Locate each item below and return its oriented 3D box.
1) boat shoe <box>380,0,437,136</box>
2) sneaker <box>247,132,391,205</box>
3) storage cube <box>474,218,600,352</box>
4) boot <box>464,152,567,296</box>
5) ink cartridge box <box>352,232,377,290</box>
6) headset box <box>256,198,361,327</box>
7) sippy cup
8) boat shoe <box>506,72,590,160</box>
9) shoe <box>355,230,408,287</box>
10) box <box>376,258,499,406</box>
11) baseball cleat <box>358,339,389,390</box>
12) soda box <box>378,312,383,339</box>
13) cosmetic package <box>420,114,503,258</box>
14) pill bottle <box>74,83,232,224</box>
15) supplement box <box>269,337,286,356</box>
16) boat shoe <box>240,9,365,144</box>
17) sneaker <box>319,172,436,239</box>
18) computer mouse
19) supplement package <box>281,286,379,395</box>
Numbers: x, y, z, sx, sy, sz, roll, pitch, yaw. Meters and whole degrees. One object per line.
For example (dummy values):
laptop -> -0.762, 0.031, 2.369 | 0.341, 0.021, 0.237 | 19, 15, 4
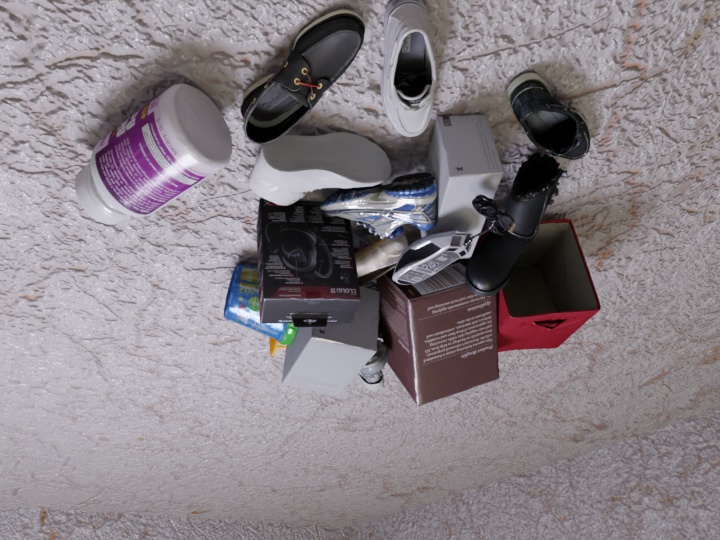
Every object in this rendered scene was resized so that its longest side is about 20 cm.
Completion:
boat shoe -> 0.064, -0.230, 0.741 | 0.070, 0.067, 0.202 | -7, 148, -3
sneaker -> -0.063, -0.141, 0.862 | 0.195, 0.076, 0.115 | 1, 164, -27
storage cube -> 0.296, 0.036, 1.091 | 0.166, 0.205, 0.181 | -4, 154, -10
boot -> 0.237, -0.073, 0.929 | 0.198, 0.073, 0.164 | -45, 158, -27
ink cartridge box -> 0.010, 0.000, 1.120 | 0.093, 0.038, 0.198 | -27, 145, 28
headset box -> -0.084, -0.006, 0.929 | 0.145, 0.204, 0.078 | 0, 148, -15
sippy cup -> -0.173, 0.051, 1.077 | 0.127, 0.141, 0.181 | 15, 117, -16
boat shoe -> 0.274, -0.195, 0.845 | 0.073, 0.068, 0.198 | -27, 143, 27
shoe -> 0.000, 0.000, 1.017 | 0.198, 0.054, 0.069 | -31, 165, 27
box -> 0.133, 0.090, 1.059 | 0.162, 0.164, 0.205 | -13, 114, -15
baseball cleat -> 0.026, 0.179, 1.131 | 0.068, 0.109, 0.200 | -24, -172, -5
soda box -> 0.007, 0.087, 1.173 | 0.196, 0.065, 0.071 | 17, 167, -19
cosmetic package -> 0.140, -0.118, 0.894 | 0.079, 0.115, 0.202 | -3, 150, -8
pill bottle -> -0.267, -0.138, 0.764 | 0.197, 0.115, 0.112 | -25, 144, 24
supplement box -> -0.083, 0.122, 1.249 | 0.195, 0.075, 0.127 | 3, 147, -19
boat shoe -> -0.069, -0.226, 0.724 | 0.199, 0.064, 0.073 | -32, 139, 30
sneaker -> 0.025, -0.083, 0.888 | 0.196, 0.077, 0.087 | 0, 119, 35
computer mouse -> 0.122, -0.041, 0.863 | 0.198, 0.045, 0.109 | -31, 155, 29
supplement package -> -0.055, 0.120, 1.050 | 0.114, 0.119, 0.201 | 15, 145, -14
